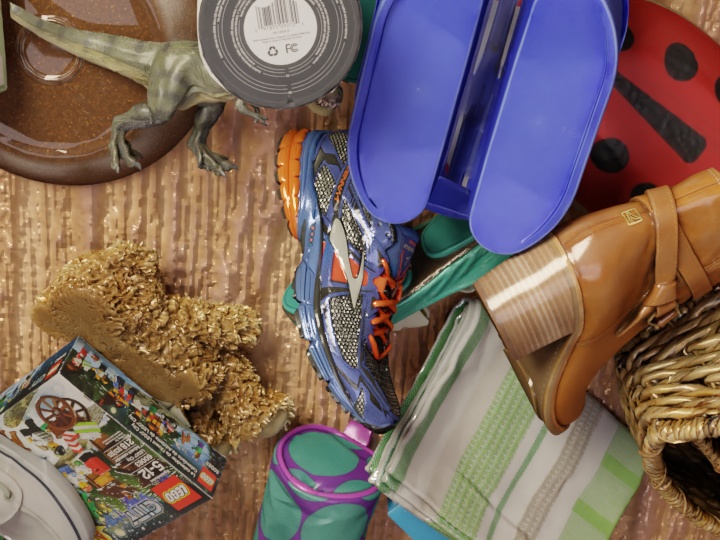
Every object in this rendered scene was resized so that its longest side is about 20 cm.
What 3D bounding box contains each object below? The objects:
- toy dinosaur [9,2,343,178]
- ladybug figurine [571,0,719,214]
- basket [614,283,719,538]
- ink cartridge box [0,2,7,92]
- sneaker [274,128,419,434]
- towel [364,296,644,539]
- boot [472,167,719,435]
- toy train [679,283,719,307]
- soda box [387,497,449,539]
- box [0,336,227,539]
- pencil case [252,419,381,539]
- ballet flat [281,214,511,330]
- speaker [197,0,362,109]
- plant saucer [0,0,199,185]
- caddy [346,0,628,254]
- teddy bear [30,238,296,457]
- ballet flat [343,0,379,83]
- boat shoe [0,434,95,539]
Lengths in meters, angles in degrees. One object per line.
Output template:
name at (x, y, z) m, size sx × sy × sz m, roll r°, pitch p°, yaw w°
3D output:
toy dinosaur at (-0.110, -0.102, 0.735) m, size 0.198 × 0.048 × 0.089 m, roll 9°, pitch 116°, yaw -1°
ladybug figurine at (0.176, -0.092, 0.759) m, size 0.199 × 0.072 × 0.136 m, roll 33°, pitch 96°, yaw -15°
basket at (0.266, 0.126, 0.812) m, size 0.142 × 0.149 × 0.200 m, roll -34°, pitch 131°, yaw 14°
ink cartridge box at (-0.275, -0.203, 0.686) m, size 0.145 × 0.048 × 0.201 m, roll 14°, pitch 118°, yaw 19°
sneaker at (0.000, 0.000, 0.757) m, size 0.078 × 0.075 × 0.202 m, roll -13°, pitch 78°, yaw 12°
towel at (0.112, 0.132, 0.856) m, size 0.200 × 0.031 × 0.150 m, roll 38°, pitch 71°, yaw -21°
boot at (0.162, 0.024, 0.750) m, size 0.154 × 0.074 × 0.200 m, roll -28°, pitch 152°, yaw 3°
toy train at (0.205, 0.012, 0.822) m, size 0.199 × 0.034 × 0.046 m, roll 14°, pitch 132°, yaw -25°
soda box at (0.106, 0.206, 0.919) m, size 0.068 × 0.064 × 0.200 m, roll -38°, pitch 112°, yaw 15°
box at (-0.208, 0.141, 0.860) m, size 0.200 × 0.038 × 0.137 m, roll -33°, pitch 113°, yaw 34°
pencil case at (-0.038, 0.214, 0.907) m, size 0.085 × 0.092 × 0.201 m, roll 27°, pitch 121°, yaw 24°
ballet flat at (0.046, 0.003, 0.820) m, size 0.199 × 0.068 × 0.070 m, roll -27°, pitch 131°, yaw 14°
speaker at (-0.049, -0.153, 0.663) m, size 0.081 × 0.200 × 0.082 m, roll -2°, pitch 114°, yaw -6°
plant saucer at (-0.188, -0.140, 0.757) m, size 0.199 × 0.037 × 0.202 m, roll -1°, pitch 116°, yaw -2°
caddy at (0.069, -0.109, 0.686) m, size 0.140 × 0.105 × 0.201 m, roll 16°, pitch 121°, yaw 2°
teddy bear at (-0.131, 0.058, 0.845) m, size 0.199 × 0.067 × 0.145 m, roll 34°, pitch 128°, yaw -18°
ballet flat at (0.037, -0.201, 0.717) m, size 0.074 × 0.074 × 0.200 m, roll 32°, pitch 112°, yaw -16°
boat shoe at (-0.261, 0.139, 0.803) m, size 0.073 × 0.067 × 0.200 m, roll -29°, pitch 115°, yaw 32°
